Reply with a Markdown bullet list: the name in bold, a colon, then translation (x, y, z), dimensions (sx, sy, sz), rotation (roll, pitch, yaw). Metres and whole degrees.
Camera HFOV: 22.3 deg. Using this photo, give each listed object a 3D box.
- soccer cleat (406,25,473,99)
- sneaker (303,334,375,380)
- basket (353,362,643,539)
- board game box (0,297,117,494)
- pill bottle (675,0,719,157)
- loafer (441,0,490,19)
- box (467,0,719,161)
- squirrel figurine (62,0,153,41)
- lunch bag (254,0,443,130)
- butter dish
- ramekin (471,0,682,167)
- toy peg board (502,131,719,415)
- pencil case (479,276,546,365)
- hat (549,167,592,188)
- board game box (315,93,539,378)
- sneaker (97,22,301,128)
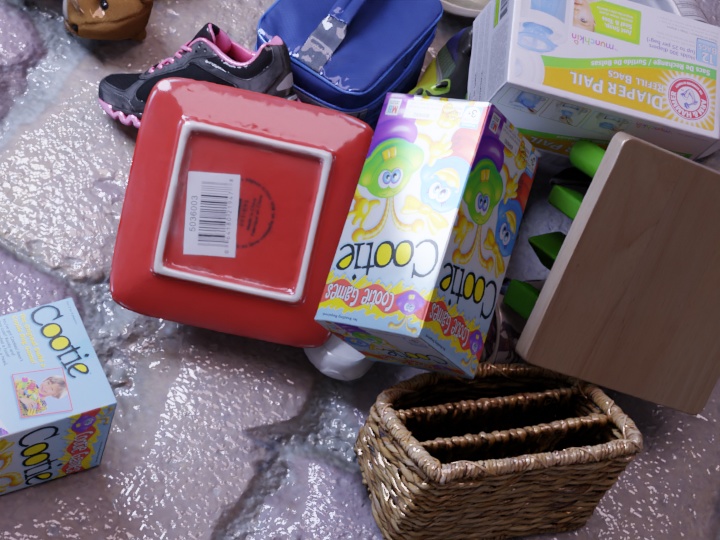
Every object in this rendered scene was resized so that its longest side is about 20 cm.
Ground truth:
- **soccer cleat**: translation (0.074, -0.158, 1.736), dimensions (0.065, 0.084, 0.201), rotation (42, 49, -7)
- **sneaker**: translation (0.000, 0.000, 1.591), dimensions (0.077, 0.100, 0.201), rotation (17, 53, -5)
- **basket**: translation (0.108, 0.132, 1.504), dimensions (0.198, 0.149, 0.144), rotation (-6, 58, -20)
- **board game box**: translation (-0.304, 0.113, 1.416), dimensions (0.198, 0.103, 0.105), rotation (-15, 61, -25)
- **pill bottle**: translation (0.302, -0.217, 1.829), dimensions (0.110, 0.111, 0.201), rotation (-11, 60, -24)
- **loafer**: translation (0.070, -0.312, 1.834), dimensions (0.198, 0.069, 0.076), rotation (23, 25, 2)
- **box**: translation (0.201, -0.163, 1.565), dimensions (0.198, 0.101, 0.114), rotation (13, 67, -15)
- **squirrel figurine**: translation (-0.236, -0.312, 1.715), dimensions (0.199, 0.142, 0.187), rotation (-31, 76, -29)
- **lunch bag**: translation (-0.012, -0.211, 1.714), dimensions (0.135, 0.133, 0.200), rotation (33, 54, 7)
- **butter dish**: translation (-0.103, -0.052, 1.577), dimensions (0.197, 0.148, 0.202), rotation (12, 94, -6)
- **ramekin**: translation (0.196, -0.191, 1.689), dimensions (0.198, 0.105, 0.202), rotation (6, 69, -17)
- **toy peg board**: translation (0.233, -0.007, 1.551), dimensions (0.198, 0.201, 0.098), rotation (18, 13, -30)
- **pencil case**: translation (0.188, 0.038, 1.638), dimensions (0.198, 0.078, 0.090), rotation (-5, 69, -20)
- **hat**: translation (0.270, -0.046, 1.677), dimensions (0.198, 0.082, 0.201), rotation (3, 11, -1)
- **board game box**: translation (0.057, -0.029, 1.499), dimensions (0.104, 0.103, 0.202), rotation (8, 74, 33)
- **sneaker**: translation (-0.146, -0.177, 1.638), dimensions (0.198, 0.096, 0.079), rotation (3, 25, 18)
